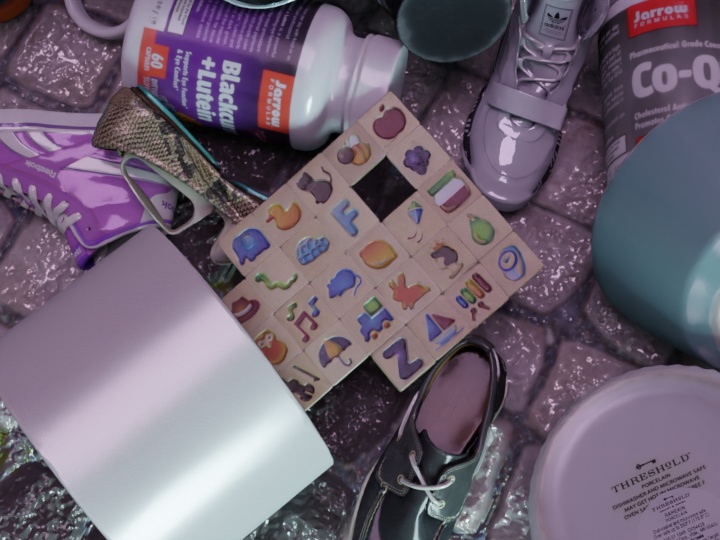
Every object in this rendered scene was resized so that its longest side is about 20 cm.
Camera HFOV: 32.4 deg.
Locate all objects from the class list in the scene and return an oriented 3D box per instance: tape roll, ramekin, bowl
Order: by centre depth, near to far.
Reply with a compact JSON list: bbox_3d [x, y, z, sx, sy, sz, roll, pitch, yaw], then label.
[{"bbox_3d":[0.201,0.155,0.785,0.199,0.105,0.201,-13,56,20],"label":"ramekin"},{"bbox_3d":[-0.132,0.091,0.809,0.139,0.203,0.203,-39,74,-11],"label":"tape roll"},{"bbox_3d":[0.265,-0.010,0.817,0.200,0.202,0.105,-17,35,-4],"label":"bowl"}]

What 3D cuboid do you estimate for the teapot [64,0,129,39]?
[{"bbox_3d":[-0.202,-0.322,0.986,0.145,0.198,0.201,-10,46,31],"label":"teapot"}]

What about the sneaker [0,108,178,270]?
[{"bbox_3d":[-0.237,-0.058,0.935,0.199,0.073,0.115,-1,74,2],"label":"sneaker"}]

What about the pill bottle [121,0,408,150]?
[{"bbox_3d":[-0.070,-0.154,0.938,0.199,0.112,0.112,14,72,7],"label":"pill bottle"}]

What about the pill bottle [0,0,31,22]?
[{"bbox_3d":[-0.307,-0.269,0.941,0.105,0.200,0.107,-1,69,2],"label":"pill bottle"}]

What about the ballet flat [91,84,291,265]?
[{"bbox_3d":[-0.112,-0.052,0.913,0.200,0.068,0.075,37,87,-11],"label":"ballet flat"}]

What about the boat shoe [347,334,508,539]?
[{"bbox_3d":[0.044,0.138,0.857,0.071,0.068,0.201,25,75,9],"label":"boat shoe"}]

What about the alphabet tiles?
[{"bbox_3d":[0.000,0.000,0.870,0.200,0.008,0.167,-41,80,1],"label":"alphabet tiles"}]

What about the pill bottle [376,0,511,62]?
[{"bbox_3d":[0.054,-0.257,0.942,0.111,0.112,0.201,-8,51,-1],"label":"pill bottle"}]

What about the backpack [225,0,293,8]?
[{"bbox_3d":[-0.078,-0.293,0.862,0.177,0.200,0.151,-34,31,13],"label":"backpack"}]

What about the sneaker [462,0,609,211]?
[{"bbox_3d":[0.130,-0.150,0.925,0.075,0.115,0.201,18,72,4],"label":"sneaker"}]

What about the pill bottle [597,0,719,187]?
[{"bbox_3d":[0.235,-0.142,0.921,0.113,0.114,0.201,-1,71,2],"label":"pill bottle"}]
